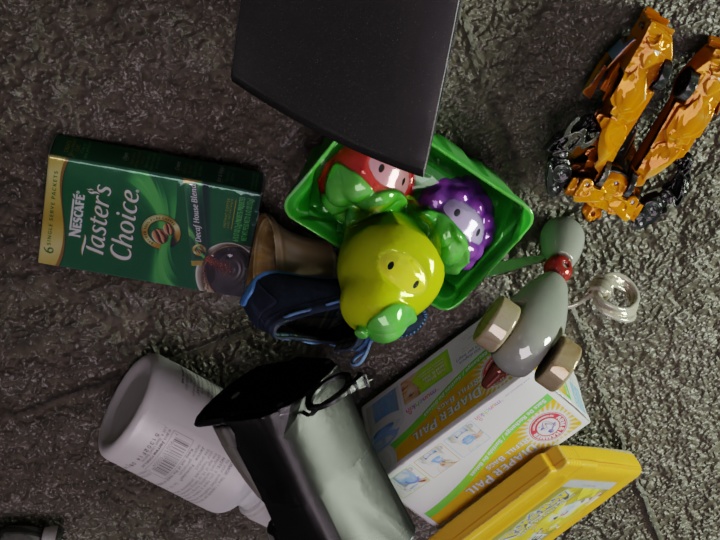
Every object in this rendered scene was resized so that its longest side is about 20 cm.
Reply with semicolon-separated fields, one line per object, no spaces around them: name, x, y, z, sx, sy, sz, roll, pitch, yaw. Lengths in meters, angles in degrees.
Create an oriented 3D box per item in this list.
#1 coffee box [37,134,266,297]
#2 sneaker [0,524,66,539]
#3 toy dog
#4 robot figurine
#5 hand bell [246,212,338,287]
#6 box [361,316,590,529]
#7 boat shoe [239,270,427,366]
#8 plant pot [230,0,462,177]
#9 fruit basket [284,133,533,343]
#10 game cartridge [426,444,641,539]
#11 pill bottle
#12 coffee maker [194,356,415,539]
coffee box;-0.195;-0.048;1.585;0.198;0.044;0.124;11;123;-5
sneaker;-0.377;0.348;1.830;0.090;0.067;0.201;13;118;-8
toy dog;0.158;0.042;1.585;0.132;0.200;0.096;50;132;6
robot figurine;0.253;-0.131;1.557;0.144;0.058;0.201;21;119;-16
hand bell;0.000;0.000;1.625;0.198;0.104;0.105;1;124;-19
box;0.112;0.142;1.690;0.200;0.113;0.101;-38;125;19
boat shoe;-0.019;0.050;1.560;0.199;0.069;0.085;-1;130;-34
plant pot;-0.004;-0.225;1.411;0.176;0.200;0.201;13;123;1
fruit basket;0.038;-0.038;1.521;0.215;0.216;0.156;31;116;-21
game cartridge;0.179;0.241;1.744;0.176;0.033;0.199;-41;156;21
pill bottle;-0.149;0.175;1.698;0.199;0.115;0.115;30;117;-21
coffee maker;-0.039;0.196;1.584;0.134;0.192;0.201;-32;107;-19
